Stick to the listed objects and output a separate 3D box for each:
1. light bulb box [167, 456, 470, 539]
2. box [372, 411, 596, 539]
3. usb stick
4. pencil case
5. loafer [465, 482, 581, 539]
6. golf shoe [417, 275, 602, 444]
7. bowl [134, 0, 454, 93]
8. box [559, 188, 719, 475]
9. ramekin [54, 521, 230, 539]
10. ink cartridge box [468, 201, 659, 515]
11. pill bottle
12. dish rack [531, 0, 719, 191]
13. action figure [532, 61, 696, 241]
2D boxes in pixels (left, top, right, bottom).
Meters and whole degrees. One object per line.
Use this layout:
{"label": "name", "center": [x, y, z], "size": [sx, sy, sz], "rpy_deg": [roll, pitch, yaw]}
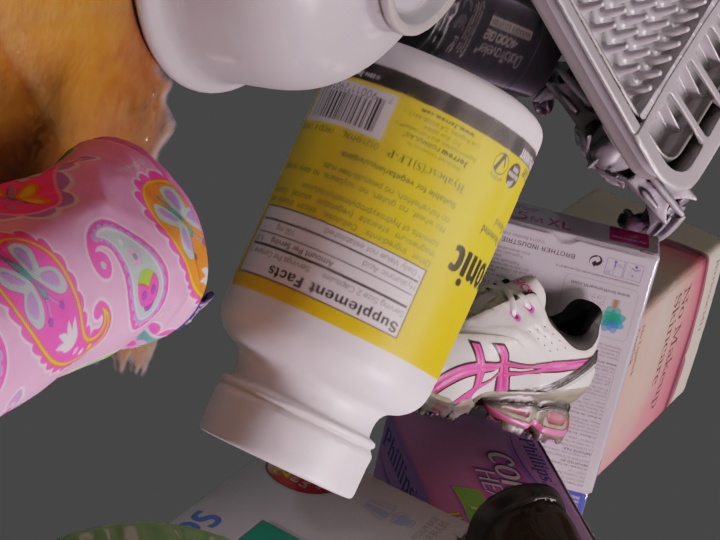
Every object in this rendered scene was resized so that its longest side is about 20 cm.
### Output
{"label": "light bulb box", "center": [-0.052, 0.226, 1.046], "size": [0.198, 0.124, 0.202], "rpy_deg": [-33, 141, -56]}
{"label": "box", "center": [0.060, 0.216, 1.205], "size": [0.176, 0.096, 0.202], "rpy_deg": [-116, -145, -60]}
{"label": "usb stick", "center": [0.069, -0.130, 1.116], "size": [0.056, 0.032, 0.200], "rpy_deg": [-64, 160, 9]}
{"label": "pencil case", "center": [-0.132, 0.013, 0.705], "size": [0.200, 0.087, 0.088], "rpy_deg": [-28, 136, -60]}
{"label": "loafer", "center": [0.081, 0.211, 1.058], "size": [0.072, 0.071, 0.202], "rpy_deg": [-10, 121, -20]}
{"label": "golf shoe", "center": [0.062, 0.038, 1.162], "size": [0.199, 0.072, 0.093], "rpy_deg": [14, 103, -48]}
{"label": "bowl", "center": [-0.002, -0.157, 0.840], "size": [0.201, 0.090, 0.202], "rpy_deg": [-51, 154, -38]}
{"label": "box", "center": [0.157, 0.042, 1.389], "size": [0.200, 0.108, 0.129], "rpy_deg": [-31, 138, -56]}
{"label": "ramekin", "center": [-0.092, 0.203, 0.839], "size": [0.098, 0.198, 0.202], "rpy_deg": [-117, -144, -61]}
{"label": "ink cartridge box", "center": [0.105, 0.060, 1.265], "size": [0.042, 0.118, 0.202], "rpy_deg": [-67, 170, -67]}
{"label": "pill bottle", "center": [0.000, 0.000, 0.970], "size": [0.201, 0.111, 0.111], "rpy_deg": [-65, 159, -5]}
{"label": "dish rack", "center": [0.155, -0.162, 1.167], "size": [0.201, 0.043, 0.172], "rpy_deg": [57, 48, -24]}
{"label": "action figure", "center": [0.161, -0.082, 1.271], "size": [0.069, 0.131, 0.200], "rpy_deg": [-29, -176, 17]}
